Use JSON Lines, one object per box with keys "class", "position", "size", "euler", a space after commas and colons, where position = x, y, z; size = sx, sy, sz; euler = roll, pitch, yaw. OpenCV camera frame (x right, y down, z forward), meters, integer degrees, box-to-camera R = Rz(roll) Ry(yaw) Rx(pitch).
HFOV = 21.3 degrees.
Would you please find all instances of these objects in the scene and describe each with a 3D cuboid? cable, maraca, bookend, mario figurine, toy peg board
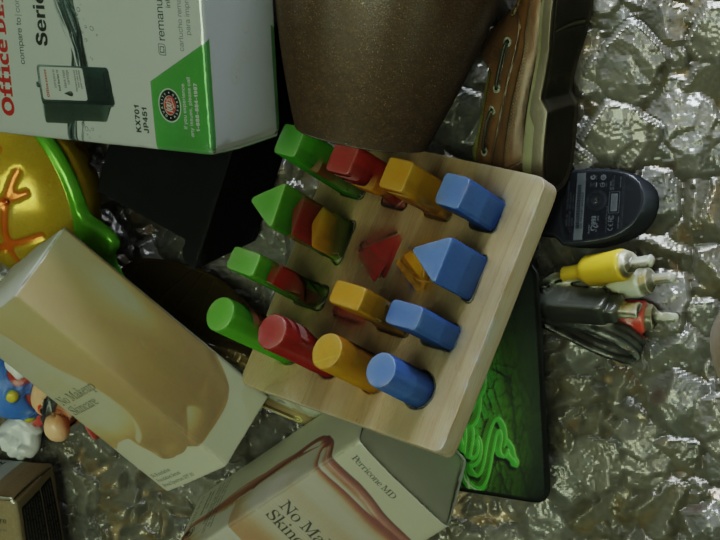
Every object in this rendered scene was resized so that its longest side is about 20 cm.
{"class": "cable", "position": [0.135, 0.018, 1.392], "size": [0.200, 0.050, 0.097], "euler": [7, 142, 33]}
{"class": "maraca", "position": [-0.245, -0.048, 1.462], "size": [0.200, 0.107, 0.137], "euler": [51, 144, 13]}
{"class": "bookend", "position": [-0.151, -0.139, 1.423], "size": [0.199, 0.092, 0.200], "euler": [27, 116, 19]}
{"class": "mario figurine", "position": [-0.269, 0.102, 1.507], "size": [0.200, 0.123, 0.106], "euler": [1, 90, 23]}
{"class": "toy peg board", "position": [0.000, 0.000, 1.320], "size": [0.199, 0.098, 0.200], "euler": [16, 82, 42]}

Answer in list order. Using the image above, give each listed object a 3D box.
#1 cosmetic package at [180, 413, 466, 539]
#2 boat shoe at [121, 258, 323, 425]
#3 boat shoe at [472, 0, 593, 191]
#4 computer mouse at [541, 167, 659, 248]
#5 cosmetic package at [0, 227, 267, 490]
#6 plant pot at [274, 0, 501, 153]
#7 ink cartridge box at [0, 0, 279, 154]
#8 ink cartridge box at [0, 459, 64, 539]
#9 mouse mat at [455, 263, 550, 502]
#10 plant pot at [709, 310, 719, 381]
{"class": "cosmetic package", "position": [-0.031, 0.180, 1.431], "size": [0.200, 0.087, 0.103], "euler": [-37, 107, 29]}
{"class": "boat shoe", "position": [-0.103, 0.060, 1.462], "size": [0.200, 0.074, 0.066], "euler": [29, 140, 14]}
{"class": "boat shoe", "position": [0.115, -0.156, 1.335], "size": [0.068, 0.072, 0.200], "euler": [12, 97, 31]}
{"class": "computer mouse", "position": [0.121, -0.043, 1.383], "size": [0.200, 0.034, 0.059], "euler": [1, 76, 26]}
{"class": "cosmetic package", "position": [-0.179, 0.069, 1.410], "size": [0.200, 0.071, 0.105], "euler": [40, 147, -14]}
{"class": "plant pot", "position": [0.015, -0.187, 1.295], "size": [0.187, 0.187, 0.200], "euler": [14, 103, 16]}
{"class": "ink cartridge box", "position": [-0.161, -0.163, 1.310], "size": [0.200, 0.083, 0.147], "euler": [7, 109, 33]}
{"class": "ink cartridge box", "position": [-0.345, 0.238, 1.576], "size": [0.200, 0.075, 0.165], "euler": [3, 111, 19]}
{"class": "mouse mat", "position": [0.061, 0.075, 1.413], "size": [0.161, 0.008, 0.200], "euler": [6, 116, 25]}
{"class": "plant pot", "position": [0.327, 0.027, 1.254], "size": [0.200, 0.200, 0.174], "euler": [48, 129, 4]}
